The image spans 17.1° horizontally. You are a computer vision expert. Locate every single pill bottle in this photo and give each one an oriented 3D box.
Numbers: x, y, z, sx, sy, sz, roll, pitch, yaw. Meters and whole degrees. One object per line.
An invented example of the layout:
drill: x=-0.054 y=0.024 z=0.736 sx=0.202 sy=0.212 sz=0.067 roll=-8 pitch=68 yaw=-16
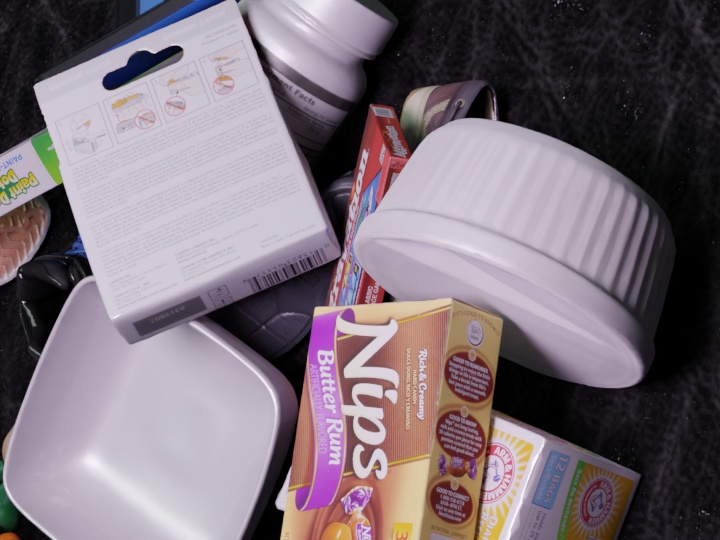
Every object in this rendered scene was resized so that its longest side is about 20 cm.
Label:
pill bottle: x=-0.067 y=-0.125 z=1.728 sx=0.201 sy=0.113 sz=0.114 roll=-55 pitch=45 yaw=12

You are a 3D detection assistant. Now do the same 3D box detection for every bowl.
bowl: x=-0.138 y=0.118 z=1.683 sx=0.199 sy=0.074 sz=0.201 roll=32 pitch=109 yaw=24

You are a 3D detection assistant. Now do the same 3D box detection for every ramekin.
ramekin: x=0.102 y=-0.014 z=1.471 sx=0.201 sy=0.202 sz=0.095 roll=12 pitch=71 yaw=45

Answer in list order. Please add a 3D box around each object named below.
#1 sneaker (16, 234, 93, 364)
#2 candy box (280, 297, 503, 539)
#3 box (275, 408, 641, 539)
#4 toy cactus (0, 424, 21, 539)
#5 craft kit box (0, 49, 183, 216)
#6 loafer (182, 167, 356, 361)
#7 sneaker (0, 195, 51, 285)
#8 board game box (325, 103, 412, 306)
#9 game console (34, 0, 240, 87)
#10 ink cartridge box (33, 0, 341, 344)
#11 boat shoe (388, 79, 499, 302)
sneaker: x=-0.203 y=-0.009 z=1.813 sx=0.076 sy=0.111 sz=0.202 roll=-10 pitch=67 yaw=41
candy box: x=0.016 y=0.121 z=1.445 sx=0.116 sy=0.056 sz=0.202 roll=-4 pitch=73 yaw=43
box: x=0.060 y=0.139 z=1.508 sx=0.199 sy=0.101 sz=0.113 roll=21 pitch=89 yaw=46
toy cactus: x=-0.258 y=0.174 z=1.824 sx=0.199 sy=0.102 sz=0.166 roll=-7 pitch=50 yaw=44
craft kit box: x=-0.222 y=-0.095 z=1.820 sx=0.197 sy=0.200 sz=0.049 roll=-28 pitch=97 yaw=36
loafer: x=-0.048 y=0.000 z=1.705 sx=0.200 sy=0.072 sz=0.063 roll=-43 pitch=11 yaw=26
sneaker: x=-0.336 y=-0.001 z=1.964 sx=0.200 sy=0.071 sz=0.080 roll=-42 pitch=15 yaw=3
board game box: x=0.000 y=0.000 z=1.599 sx=0.103 sy=0.019 sz=0.202 roll=-106 pitch=26 yaw=-66
game console: x=-0.153 y=-0.230 z=1.857 sx=0.199 sy=0.170 sz=0.119 roll=-25 pitch=84 yaw=35
ink cartridge box: x=-0.121 y=-0.068 z=1.649 sx=0.161 sy=0.057 sz=0.201 roll=-23 pitch=59 yaw=1
boat shoe: x=0.062 y=-0.039 z=1.602 sx=0.065 sy=0.072 sz=0.202 roll=-21 pitch=54 yaw=41
